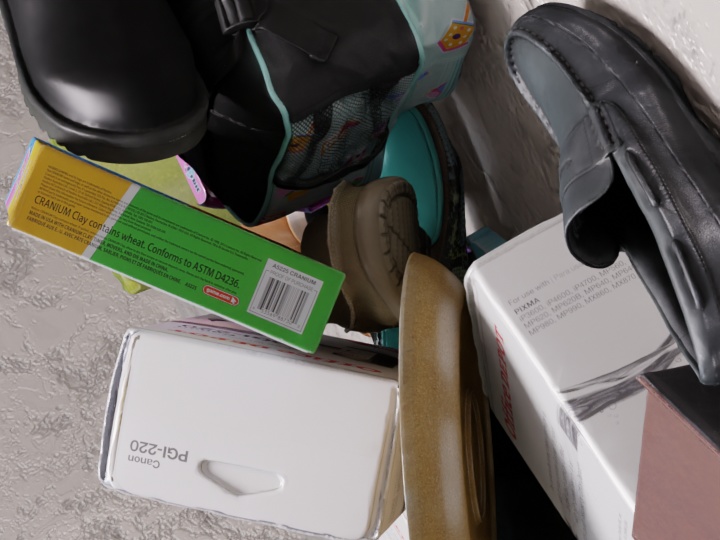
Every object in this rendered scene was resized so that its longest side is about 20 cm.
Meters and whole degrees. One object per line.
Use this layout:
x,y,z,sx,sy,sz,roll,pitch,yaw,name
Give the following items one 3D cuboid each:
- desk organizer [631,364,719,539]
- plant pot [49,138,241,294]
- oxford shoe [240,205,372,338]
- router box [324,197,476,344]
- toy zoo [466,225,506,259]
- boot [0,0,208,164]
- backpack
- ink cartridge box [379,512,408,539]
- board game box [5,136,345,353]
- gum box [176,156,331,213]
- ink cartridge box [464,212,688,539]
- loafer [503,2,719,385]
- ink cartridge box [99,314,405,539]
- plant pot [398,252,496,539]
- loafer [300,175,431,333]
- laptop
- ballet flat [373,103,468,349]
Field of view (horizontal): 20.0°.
0.179,0.112,0.757,0.200,0.071,0.078,-132,38,-54,desk organizer
-0.117,-0.080,1.479,0.201,0.183,0.201,58,169,19,plant pot
-0.028,-0.011,1.435,0.200,0.071,0.072,53,-140,-50,oxford shoe
0.047,0.042,1.349,0.149,0.051,0.201,47,160,55,router box
0.117,0.063,1.148,0.201,0.020,0.131,61,170,11,toy zoo
-0.135,-0.162,0.938,0.211,0.079,0.159,54,153,39,boot
-0.039,-0.124,1.048,0.177,0.152,0.200,59,154,16,backpack
0.043,0.141,1.285,0.117,0.067,0.200,59,171,11,ink cartridge box
-0.098,-0.017,1.008,0.152,0.041,0.200,23,180,-12,board game box
-0.061,-0.101,1.234,0.114,0.066,0.200,65,-163,8,gum box
0.135,0.086,0.936,0.201,0.084,0.146,55,169,29,ink cartridge box
0.106,-0.035,0.802,0.201,0.070,0.068,54,167,38,loafer
-0.041,0.078,1.084,0.200,0.144,0.086,-17,-63,-81,ink cartridge box
0.045,0.091,0.994,0.200,0.027,0.202,-5,-90,-82,plant pot
0.000,0.000,1.064,0.200,0.067,0.077,61,-154,-76,loafer
0.130,0.151,1.132,0.188,0.115,0.201,-116,22,-44,laptop
0.035,-0.017,1.195,0.074,0.074,0.202,-136,40,-60,ballet flat
